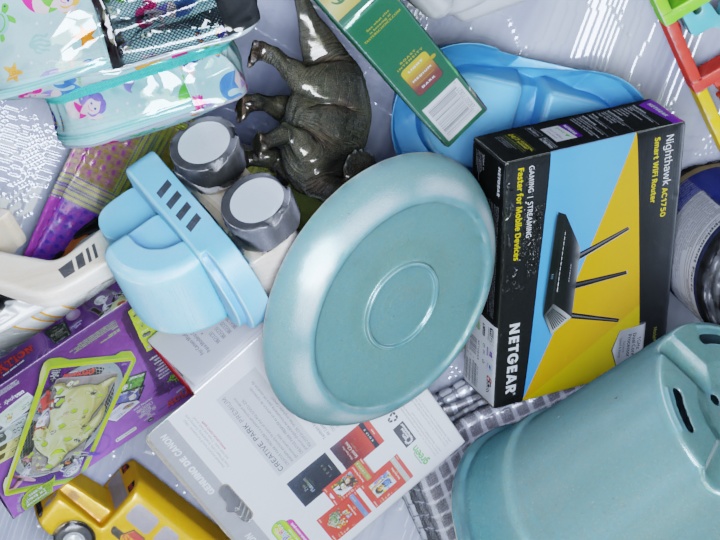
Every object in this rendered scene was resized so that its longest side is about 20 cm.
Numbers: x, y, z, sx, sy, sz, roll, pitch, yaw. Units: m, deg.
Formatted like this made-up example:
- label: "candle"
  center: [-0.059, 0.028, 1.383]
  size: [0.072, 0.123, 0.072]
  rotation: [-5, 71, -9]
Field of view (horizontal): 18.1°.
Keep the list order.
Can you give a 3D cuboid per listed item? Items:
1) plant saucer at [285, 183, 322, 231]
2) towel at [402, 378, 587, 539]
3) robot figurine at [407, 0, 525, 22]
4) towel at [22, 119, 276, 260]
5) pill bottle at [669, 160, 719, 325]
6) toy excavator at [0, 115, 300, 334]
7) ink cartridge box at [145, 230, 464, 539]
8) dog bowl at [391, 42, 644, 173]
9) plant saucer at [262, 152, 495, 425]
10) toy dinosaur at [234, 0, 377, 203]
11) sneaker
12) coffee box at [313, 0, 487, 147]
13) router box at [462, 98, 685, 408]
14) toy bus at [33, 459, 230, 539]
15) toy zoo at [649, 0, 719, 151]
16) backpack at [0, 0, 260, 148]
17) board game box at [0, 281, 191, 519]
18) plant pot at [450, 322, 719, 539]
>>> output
- label: "plant saucer"
  center: [0.000, 0.000, 1.637]
  size: [0.199, 0.031, 0.201]
  rotation: [-2, 126, -3]
- label: "towel"
  center: [0.122, 0.172, 1.713]
  size: [0.165, 0.086, 0.201]
  rotation: [-25, 111, -4]
- label: "robot figurine"
  center: [0.043, -0.251, 1.530]
  size: [0.113, 0.170, 0.200]
  rotation: [-19, 139, 29]
- label: "towel"
  center: [-0.161, -0.024, 1.625]
  size: [0.143, 0.023, 0.201]
  rotation: [24, 102, -19]
- label: "pill bottle"
  center: [0.284, -0.003, 1.630]
  size: [0.111, 0.200, 0.112]
  rotation: [-3, 108, -11]
- label: "toy excavator"
  center: [-0.152, -0.012, 1.486]
  size: [0.200, 0.195, 0.100]
  rotation: [-36, 144, -11]
- label: "ink cartridge box"
  center: [-0.052, 0.099, 1.587]
  size: [0.175, 0.084, 0.200]
  rotation: [-40, 128, -7]
- label: "dog bowl"
  center: [0.113, -0.105, 1.643]
  size: [0.199, 0.050, 0.112]
  rotation: [11, 105, -14]
- label: "plant saucer"
  center: [0.021, 0.019, 1.500]
  size: [0.200, 0.027, 0.201]
  rotation: [-26, 131, -33]
- label: "toy dinosaur"
  center: [-0.031, -0.104, 1.550]
  size: [0.102, 0.201, 0.077]
  rotation: [8, 149, -20]
- label: "sneaker"
  center: [-0.209, 0.035, 1.586]
  size: [0.199, 0.076, 0.092]
  rotation: [-26, 115, -1]
- label: "coffee box"
  center: [0.007, -0.168, 1.496]
  size: [0.044, 0.123, 0.200]
  rotation: [-41, 150, 4]
- label: "router box"
  center: [0.151, -0.013, 1.616]
  size: [0.148, 0.051, 0.201]
  rotation: [-14, 123, -23]
- label: "toy bus"
  center: [-0.148, 0.210, 1.678]
  size: [0.200, 0.065, 0.078]
  rotation: [41, 95, -20]
- label: "toy zoo"
  center: [0.296, -0.171, 1.661]
  size: [0.131, 0.020, 0.200]
  rotation: [-29, 119, 1]
- label: "backpack"
  center: [-0.168, -0.163, 1.498]
  size: [0.199, 0.178, 0.151]
  rotation: [-11, 103, -4]
- label: "board game box"
  center: [-0.182, 0.075, 1.566]
  size: [0.200, 0.032, 0.120]
  rotation: [-34, 134, -14]
- label: "plant pot"
  center: [0.198, 0.146, 1.543]
  size: [0.200, 0.201, 0.196]
  rotation: [29, 132, -19]
